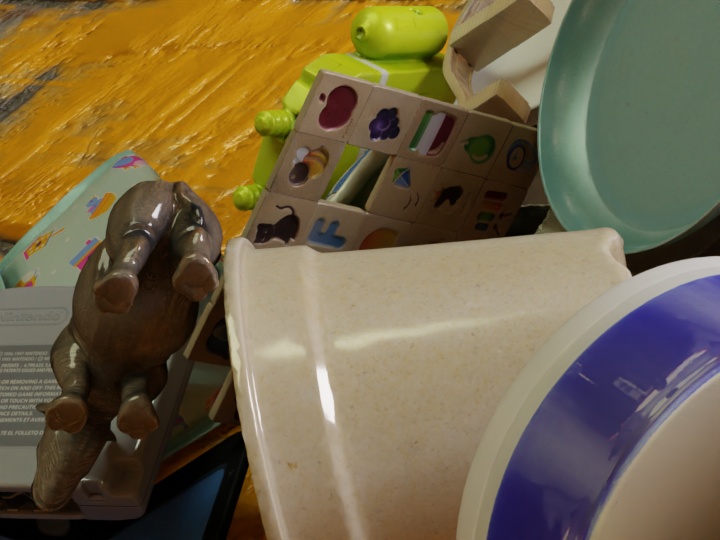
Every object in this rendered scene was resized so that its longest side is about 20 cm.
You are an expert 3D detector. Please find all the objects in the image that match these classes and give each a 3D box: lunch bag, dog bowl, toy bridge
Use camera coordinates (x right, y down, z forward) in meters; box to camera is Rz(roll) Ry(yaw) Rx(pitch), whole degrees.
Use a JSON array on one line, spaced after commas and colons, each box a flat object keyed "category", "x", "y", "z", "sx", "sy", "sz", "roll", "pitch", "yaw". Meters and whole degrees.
[{"category": "lunch bag", "x": -0.166, "y": 0.048, "z": 1.255, "sx": 0.199, "sy": 0.122, "sz": 0.171, "roll": -38, "pitch": 34, "yaw": 0}, {"category": "dog bowl", "x": 0.140, "y": 0.101, "z": 0.790, "sx": 0.199, "sy": 0.201, "sz": 0.079, "roll": -34, "pitch": 31, "yaw": -14}, {"category": "toy bridge", "x": 0.081, "y": -0.142, "z": 1.216, "sx": 0.067, "sy": 0.027, "sz": 0.201, "roll": -32, "pitch": 29, "yaw": 37}]

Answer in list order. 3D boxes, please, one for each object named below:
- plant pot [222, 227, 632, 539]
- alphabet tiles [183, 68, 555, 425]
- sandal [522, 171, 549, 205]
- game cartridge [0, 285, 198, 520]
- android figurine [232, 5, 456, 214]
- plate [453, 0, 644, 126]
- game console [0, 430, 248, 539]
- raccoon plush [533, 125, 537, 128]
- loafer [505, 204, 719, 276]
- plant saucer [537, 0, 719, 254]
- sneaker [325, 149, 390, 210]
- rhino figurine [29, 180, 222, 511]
[{"category": "plant pot", "x": 0.047, "y": 0.063, "z": 0.980, "sx": 0.182, "sy": 0.202, "sz": 0.201, "roll": -13, "pitch": 28, "yaw": 5}, {"category": "alphabet tiles", "x": 0.000, "y": 0.000, "z": 1.091, "sx": 0.008, "sy": 0.166, "sz": 0.201, "roll": 45, "pitch": 115, "yaw": 43}, {"category": "sandal", "x": 0.034, "y": -0.035, "z": 1.226, "sx": 0.211, "sy": 0.078, "sz": 0.070, "roll": -36, "pitch": 57, "yaw": 4}, {"category": "game cartridge", "x": -0.185, "y": 0.070, "z": 1.121, "sx": 0.198, "sy": 0.041, "sz": 0.134, "roll": -1, "pitch": 55, "yaw": 24}, {"category": "android figurine", "x": 0.000, "y": -0.069, "z": 1.240, "sx": 0.041, "sy": 0.184, "sz": 0.199, "roll": 30, "pitch": 25, "yaw": 32}, {"category": "plate", "x": 0.147, "y": -0.159, "z": 1.198, "sx": 0.199, "sy": 0.032, "sz": 0.201, "roll": -20, "pitch": 37, "yaw": 48}, {"category": "game console", "x": -0.165, "y": 0.154, "z": 1.061, "sx": 0.174, "sy": 0.117, "sz": 0.201, "roll": 18, "pitch": 35, "yaw": -1}, {"category": "raccoon plush", "x": 0.155, "y": -0.101, "z": 1.298, "sx": 0.133, "sy": 0.097, "sz": 0.202, "roll": 3, "pitch": 68, "yaw": 24}, {"category": "loafer", "x": 0.126, "y": -0.010, "z": 1.140, "sx": 0.198, "sy": 0.068, "sz": 0.076, "roll": -13, "pitch": 33, "yaw": 30}, {"category": "plant saucer", "x": 0.160, "y": -0.101, "z": 1.031, "sx": 0.200, "sy": 0.027, "sz": 0.202, "roll": -37, "pitch": 44, "yaw": 45}, {"category": "sneaker", "x": -0.011, "y": 0.003, "z": 1.148, "sx": 0.075, "sy": 0.201, "sz": 0.077, "roll": 29, "pitch": 9, "yaw": 19}, {"category": "rhino figurine", "x": -0.118, "y": 0.042, "z": 0.992, "sx": 0.088, "sy": 0.059, "sz": 0.201, "roll": -89, "pitch": 23, "yaw": -55}]
